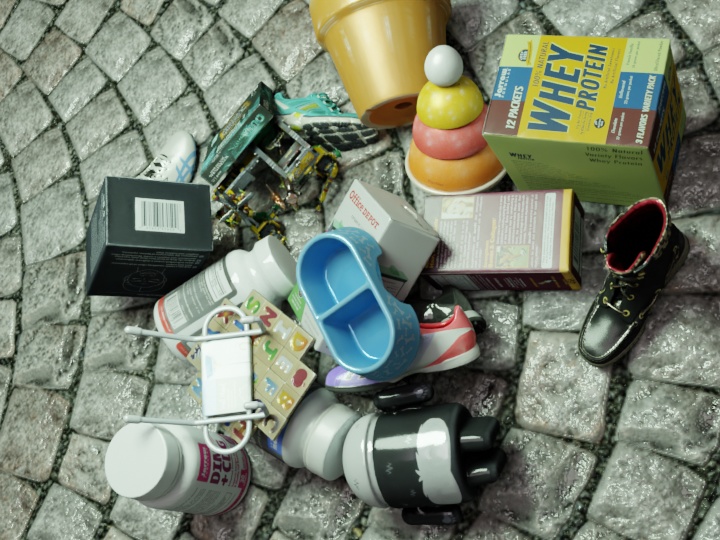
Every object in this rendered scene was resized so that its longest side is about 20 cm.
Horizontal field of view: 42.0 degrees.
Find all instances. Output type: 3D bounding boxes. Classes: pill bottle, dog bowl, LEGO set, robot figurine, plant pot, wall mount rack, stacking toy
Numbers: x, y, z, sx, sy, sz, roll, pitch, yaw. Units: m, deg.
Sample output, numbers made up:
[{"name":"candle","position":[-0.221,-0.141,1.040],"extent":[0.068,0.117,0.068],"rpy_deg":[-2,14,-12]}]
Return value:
[{"name":"pill bottle","position":[-0.241,0.263,1.250],"extent":[0.113,0.200,0.114],"rpy_deg":[-7,71,22]},{"name":"dog bowl","position":[-0.009,0.038,1.130],"extent":[0.111,0.050,0.200],"rpy_deg":[-36,70,24]},{"name":"LEGO set","position":[-0.111,-0.117,1.341],"extent":[0.200,0.154,0.116],"rpy_deg":[-43,39,-2]},{"name":"robot figurine","position":[0.077,0.229,1.164],"extent":[0.199,0.125,0.151],"rpy_deg":[-11,59,21]},{"name":"plant pot","position":[0.042,-0.308,1.323],"extent":[0.199,0.200,0.184],"rpy_deg":[-16,78,19]},{"name":"wall mount rack","position":[-0.204,0.130,1.188],"extent":[0.173,0.075,0.201],"rpy_deg":[-7,66,4]},{"name":"pill bottle","position":[-0.186,0.043,1.347],"extent":[0.200,0.116,0.116],"rpy_deg":[-32,63,11]},{"name":"stacking toy","position":[0.121,-0.206,1.226],"extent":[0.145,0.200,0.147],"rpy_deg":[-6,48,6]},{"name":"pill bottle","position":[-0.099,0.194,1.259],"extent":[0.200,0.114,0.114],"rpy_deg":[24,84,29]}]

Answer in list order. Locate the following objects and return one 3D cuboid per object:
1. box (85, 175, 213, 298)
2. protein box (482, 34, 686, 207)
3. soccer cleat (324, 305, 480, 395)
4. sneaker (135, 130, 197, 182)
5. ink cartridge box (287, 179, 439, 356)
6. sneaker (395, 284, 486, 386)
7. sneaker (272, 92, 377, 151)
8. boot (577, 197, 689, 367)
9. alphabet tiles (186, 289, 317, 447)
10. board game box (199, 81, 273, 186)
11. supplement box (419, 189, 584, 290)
[{"name":"box","position":[-0.310,-0.042,1.360],"extent":[0.200,0.148,0.107],"rpy_deg":[136,132,-57]},{"name":"protein box","position":[0.282,-0.181,1.159],"extent":[0.198,0.200,0.135],"rpy_deg":[9,77,27]},{"name":"soccer cleat","position":[0.046,0.101,1.172],"extent":[0.199,0.068,0.073],"rpy_deg":[-15,100,6]},{"name":"sneaker","position":[-0.328,-0.138,1.496],"extent":[0.072,0.072,0.200],"rpy_deg":[27,84,31]},{"name":"ink cartridge box","position":[0.000,0.000,1.237],"extent":[0.200,0.084,0.145],"rpy_deg":[-60,30,14]},{"name":"sneaker","position":[0.067,0.086,1.250],"extent":[0.200,0.066,0.091],"rpy_deg":[-31,54,14]},{"name":"sneaker","position":[-0.063,-0.233,1.408],"extent":[0.199,0.078,0.080],"rpy_deg":[11,69,27]},{"name":"boot","position":[0.313,0.013,1.109],"extent":[0.073,0.151,0.200],"rpy_deg":[38,91,29]},{"name":"alphabet tiles","position":[-0.146,0.125,1.227],"extent":[0.200,0.006,0.167],"rpy_deg":[35,92,37]},{"name":"board game box","position":[-0.182,-0.208,1.397],"extent":[0.135,0.028,0.200],"rpy_deg":[-48,17,13]},{"name":"supplement box","position":[0.183,-0.037,1.222],"extent":[0.199,0.086,0.111],"rpy_deg":[-1,73,24]}]
